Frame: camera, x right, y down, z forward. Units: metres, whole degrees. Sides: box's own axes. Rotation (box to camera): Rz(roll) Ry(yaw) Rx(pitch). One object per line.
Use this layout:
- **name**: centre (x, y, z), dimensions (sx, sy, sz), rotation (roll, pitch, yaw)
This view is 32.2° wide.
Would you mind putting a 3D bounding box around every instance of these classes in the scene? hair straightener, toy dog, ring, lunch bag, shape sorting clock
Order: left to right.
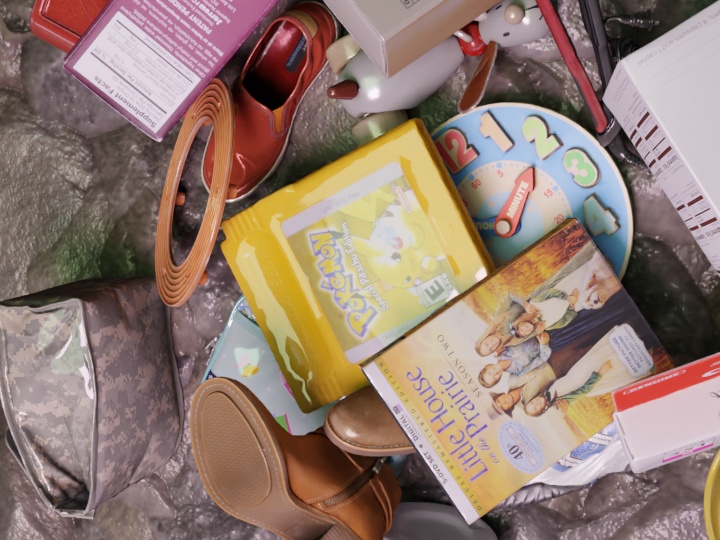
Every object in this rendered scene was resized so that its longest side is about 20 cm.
- **lunch bag**: centre (-0.244, 0.112, 1.142), dimensions (0.117, 0.164, 0.200), rotation (-5, 97, 20)
- **ring**: centre (-0.139, -0.066, 1.073), dimensions (0.019, 0.200, 0.201), rotation (11, 110, -23)
- **lunch bag**: centre (-0.042, 0.103, 1.092), dimensions (0.200, 0.077, 0.161), rotation (29, 110, 12)
- **toy dog**: centre (0.047, -0.172, 0.993), dimensions (0.132, 0.096, 0.200), rotation (48, 115, 9)
- **shape sorting clock**: centre (0.122, -0.037, 1.016), dimensions (0.200, 0.039, 0.200), rotation (5, 101, 24)
- **hair straightener**: centre (0.190, -0.160, 0.923), dimensions (0.077, 0.041, 0.200), rotation (-26, 115, 9)

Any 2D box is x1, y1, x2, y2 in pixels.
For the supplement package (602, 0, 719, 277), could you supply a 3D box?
- **supplement package**: centre (0.300, -0.095, 0.836), dimensions (0.191, 0.147, 0.200), rotation (-32, 85, 6)

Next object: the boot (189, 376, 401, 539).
- **boot**: centre (-0.045, 0.147, 0.977), dimensions (0.074, 0.155, 0.200), rotation (-22, 100, 29)

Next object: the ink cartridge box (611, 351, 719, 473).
- **ink cartridge box**: centre (0.275, 0.082, 0.863), dimensions (0.200, 0.174, 0.044), rotation (-21, 73, 7)

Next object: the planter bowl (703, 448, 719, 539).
- **planter bowl**: centre (0.352, 0.199, 0.929), dimensions (0.200, 0.083, 0.201), rotation (5, 102, 24)

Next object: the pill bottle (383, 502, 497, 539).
- **pill bottle**: centre (0.050, 0.312, 1.071), dimensions (0.114, 0.114, 0.200), rotation (12, 104, 22)

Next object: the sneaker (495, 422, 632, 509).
- **sneaker**: centre (0.173, 0.137, 1.013), dimensions (0.200, 0.076, 0.077), rotation (-25, 82, 17)

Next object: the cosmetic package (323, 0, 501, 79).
- **cosmetic package**: centre (0.069, -0.246, 0.929), dimensions (0.200, 0.071, 0.105), rotation (-34, 74, -6)

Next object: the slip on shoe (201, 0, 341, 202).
- **slip on shoe**: centre (-0.087, -0.144, 1.080), dimensions (0.074, 0.061, 0.200), rotation (39, 115, 12)

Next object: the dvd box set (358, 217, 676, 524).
- **dvd box set**: centre (0.120, 0.075, 0.941), dimensions (0.200, 0.029, 0.146), rotation (-34, 93, -5)

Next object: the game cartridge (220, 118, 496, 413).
- **game cartridge**: centre (0.000, 0.000, 1.003), dimensions (0.200, 0.032, 0.176), rotation (-27, 90, 19)

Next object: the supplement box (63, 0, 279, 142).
- **supplement box**: centre (-0.134, -0.223, 1.021), dimensions (0.103, 0.131, 0.200), rotation (39, 107, -14)

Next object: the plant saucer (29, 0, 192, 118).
- **plant saucer**: centre (-0.207, -0.267, 1.127), dimensions (0.200, 0.037, 0.200), rotation (30, 110, 18)

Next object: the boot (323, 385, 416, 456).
- **boot**: centre (0.064, 0.089, 0.984), dimensions (0.074, 0.200, 0.076), rotation (57, 150, 39)
